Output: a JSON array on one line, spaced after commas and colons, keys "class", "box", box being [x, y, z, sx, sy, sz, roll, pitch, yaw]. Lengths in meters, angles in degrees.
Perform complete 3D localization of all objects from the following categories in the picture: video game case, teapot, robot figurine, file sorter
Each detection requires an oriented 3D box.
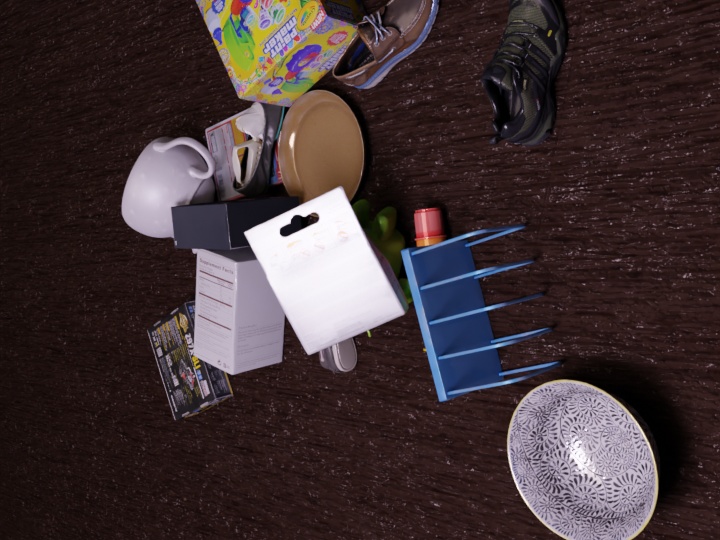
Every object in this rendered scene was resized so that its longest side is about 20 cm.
[{"class": "video game case", "box": [-0.200, -0.207, 1.502, 0.200, 0.017, 0.144, -12, 88, 45]}, {"class": "teapot", "box": [-0.331, -0.141, 1.552, 0.146, 0.200, 0.198, 23, 92, 4]}, {"class": "robot figurine", "box": [0.000, 0.000, 1.268, 0.175, 0.116, 0.201, 16, 111, 9]}, {"class": "file sorter", "box": [0.162, 0.050, 1.102, 0.122, 0.139, 0.201, -18, 84, 42]}]

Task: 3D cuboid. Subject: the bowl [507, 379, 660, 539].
[{"class": "bowl", "box": [0.287, 0.223, 1.036, 0.200, 0.094, 0.202, 9, 103, 43]}]

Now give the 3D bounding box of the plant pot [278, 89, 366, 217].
[{"class": "plant pot", "box": [-0.058, -0.186, 1.359, 0.200, 0.027, 0.201, 8, 102, 43]}]

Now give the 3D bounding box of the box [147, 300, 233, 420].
[{"class": "box", "box": [-0.340, 0.180, 1.685, 0.160, 0.049, 0.201, -30, 75, 41]}]

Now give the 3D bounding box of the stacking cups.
[{"class": "stacking cups", "box": [0.103, 0.013, 1.211, 0.060, 0.060, 0.201, -11, 87, 45]}]

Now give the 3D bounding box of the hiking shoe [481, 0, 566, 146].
[{"class": "hiking shoe", "box": [0.196, -0.253, 1.042, 0.076, 0.100, 0.201, 7, 102, 43]}]

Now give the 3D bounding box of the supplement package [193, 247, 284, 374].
[{"class": "supplement package", "box": [-0.210, 0.061, 1.487, 0.117, 0.117, 0.201, 18, 108, 42]}]

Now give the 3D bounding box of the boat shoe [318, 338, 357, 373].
[{"class": "boat shoe", "box": [-0.054, 0.067, 1.369, 0.057, 0.067, 0.201, -5, 97, 40]}]

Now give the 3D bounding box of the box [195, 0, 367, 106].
[{"class": "box", "box": [-0.117, -0.391, 1.298, 0.200, 0.122, 0.193, -35, 73, 32]}]

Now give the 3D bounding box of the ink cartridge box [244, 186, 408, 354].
[{"class": "ink cartridge box", "box": [-0.047, 0.000, 1.193, 0.162, 0.050, 0.200, -24, 99, 16]}]

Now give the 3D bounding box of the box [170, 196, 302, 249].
[{"class": "box", "box": [-0.211, -0.080, 1.428, 0.200, 0.141, 0.079, 3, 102, 52]}]

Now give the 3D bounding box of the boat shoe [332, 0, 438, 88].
[{"class": "boat shoe", "box": [0.033, -0.331, 1.210, 0.200, 0.072, 0.072, -47, 65, 39]}]

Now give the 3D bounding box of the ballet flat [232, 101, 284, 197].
[{"class": "ballet flat", "box": [-0.173, -0.215, 1.411, 0.068, 0.068, 0.201, 33, 118, 46]}]
